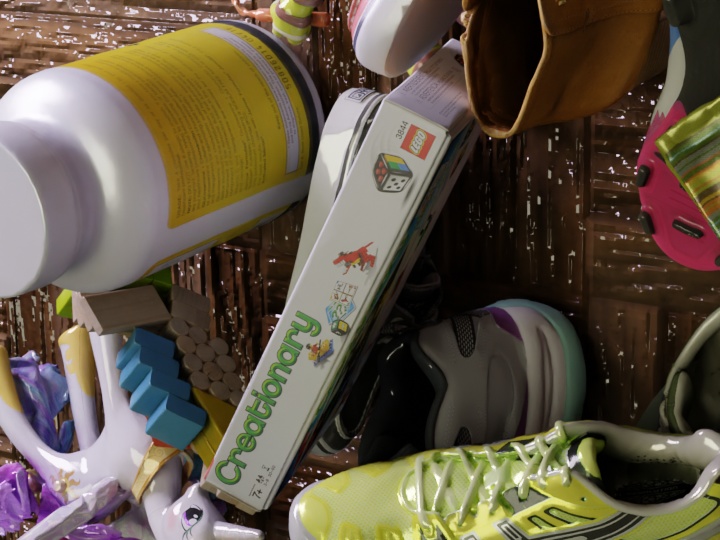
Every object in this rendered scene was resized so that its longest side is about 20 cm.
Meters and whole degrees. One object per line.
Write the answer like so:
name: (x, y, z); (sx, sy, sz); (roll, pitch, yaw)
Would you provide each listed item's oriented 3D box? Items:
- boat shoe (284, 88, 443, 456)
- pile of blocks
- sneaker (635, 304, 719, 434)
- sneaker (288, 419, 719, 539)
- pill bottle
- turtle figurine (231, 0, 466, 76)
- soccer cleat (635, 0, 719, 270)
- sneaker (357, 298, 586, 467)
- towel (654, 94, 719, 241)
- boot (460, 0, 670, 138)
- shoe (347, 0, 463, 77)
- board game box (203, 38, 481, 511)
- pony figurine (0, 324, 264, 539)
boat shoe: (0.005, 0.010, 0.985); (0.064, 0.071, 0.200); (20, 116, 25)
pile of blocks: (-0.113, 0.049, 1.013); (0.062, 0.082, 0.200); (-50, 60, 38)
sneaker: (0.157, 0.066, 0.879); (0.067, 0.090, 0.200); (45, 123, 20)
sneaker: (0.069, 0.093, 0.825); (0.200, 0.075, 0.076); (-4, 136, -1)
pill bottle: (-0.116, -0.054, 0.969); (0.112, 0.200, 0.112); (13, 114, 33)
turtle figurine: (0.011, -0.165, 0.937); (0.161, 0.064, 0.200); (46, 124, 16)
soccer cleat: (0.169, -0.089, 0.851); (0.070, 0.086, 0.200); (23, 139, 25)
sneaker: (0.046, 0.117, 0.921); (0.078, 0.140, 0.200); (-23, 75, 53)
towel: (0.206, 0.007, 0.781); (0.086, 0.018, 0.200); (-35, 83, 24)
boot: (0.101, -0.160, 0.825); (0.071, 0.144, 0.201); (16, 111, 30)
shoe: (0.028, -0.190, 0.866); (0.091, 0.071, 0.200); (29, 90, 15)
board game box: (0.000, 0.000, 0.881); (0.035, 0.126, 0.200); (29, 113, 6)
pony figurine: (-0.150, 0.122, 1.092); (0.193, 0.167, 0.200); (-35, 65, 26)
